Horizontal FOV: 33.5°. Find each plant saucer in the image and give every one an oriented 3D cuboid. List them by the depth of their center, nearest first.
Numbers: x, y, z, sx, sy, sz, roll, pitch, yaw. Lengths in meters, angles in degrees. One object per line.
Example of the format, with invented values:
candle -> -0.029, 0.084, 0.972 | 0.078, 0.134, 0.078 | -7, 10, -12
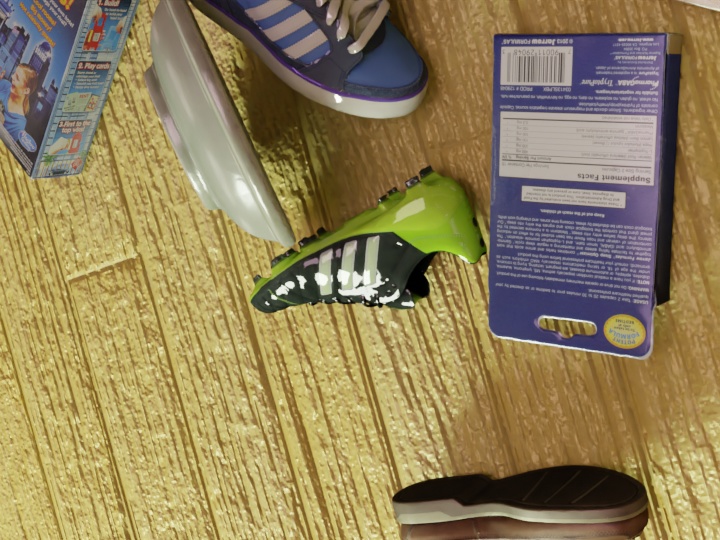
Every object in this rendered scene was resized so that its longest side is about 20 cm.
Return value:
plant saucer -> -0.107, -0.100, 0.838 | 0.050, 0.200, 0.202 | -25, 83, -2

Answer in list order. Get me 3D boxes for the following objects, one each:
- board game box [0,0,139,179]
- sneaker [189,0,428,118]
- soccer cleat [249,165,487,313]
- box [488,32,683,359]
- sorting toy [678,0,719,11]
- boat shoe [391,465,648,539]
board game box -> -0.266, -0.219, 1.000 | 0.200, 0.061, 0.200 | 49, 120, 17
sneaker -> -0.027, -0.197, 0.779 | 0.199, 0.081, 0.147 | 32, 146, 2
soccer cleat -> 0.000, 0.000, 0.862 | 0.199, 0.067, 0.082 | -27, 96, 33
box -> 0.142, -0.051, 0.775 | 0.120, 0.032, 0.203 | 7, 101, 33
sorting toy -> 0.229, -0.233, 0.653 | 0.198, 0.106, 0.182 | 23, 103, 29
boat shoe -> 0.113, 0.178, 0.819 | 0.199, 0.072, 0.069 | -10, 97, 44
